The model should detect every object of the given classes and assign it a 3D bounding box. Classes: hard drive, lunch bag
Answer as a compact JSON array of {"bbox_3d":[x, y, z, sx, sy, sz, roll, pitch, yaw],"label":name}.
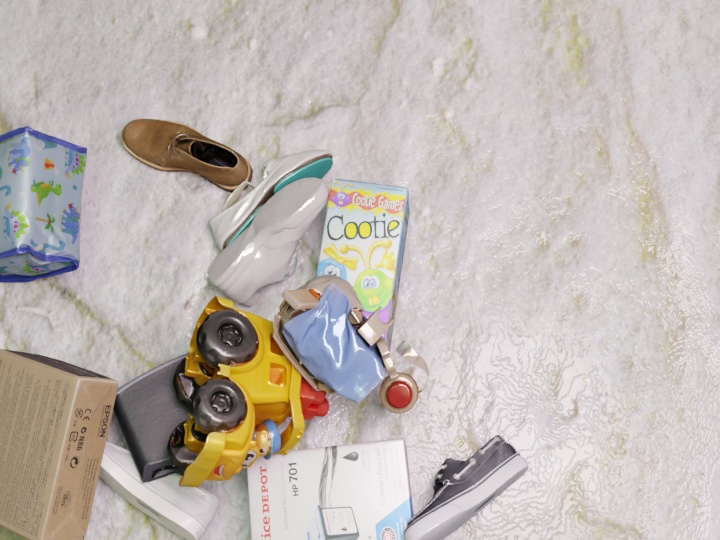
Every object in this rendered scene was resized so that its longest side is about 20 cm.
[{"bbox_3d":[-0.205,0.167,1.179,0.197,0.042,0.137,-22,74,-20],"label":"hard drive"},{"bbox_3d":[-0.465,-0.077,1.252,0.197,0.127,0.174,-10,72,33],"label":"lunch bag"}]

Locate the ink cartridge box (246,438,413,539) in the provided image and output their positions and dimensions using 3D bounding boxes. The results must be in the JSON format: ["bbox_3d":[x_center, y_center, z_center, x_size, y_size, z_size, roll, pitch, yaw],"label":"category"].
[{"bbox_3d":[-0.034,0.292,1.139,0.195,0.086,0.150,-7,75,2],"label":"ink cartridge box"}]

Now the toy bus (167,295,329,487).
[{"bbox_3d":[-0.121,0.157,1.103,0.189,0.136,0.203,16,50,-21],"label":"toy bus"}]

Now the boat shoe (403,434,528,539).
[{"bbox_3d":[0.115,0.258,1.112,0.198,0.072,0.068,-27,63,-33],"label":"boat shoe"}]

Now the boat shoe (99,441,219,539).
[{"bbox_3d":[-0.266,0.259,1.180,0.197,0.073,0.069,28,58,18],"label":"boat shoe"}]

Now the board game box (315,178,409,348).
[{"bbox_3d":[0.000,0.000,1.198,0.101,0.105,0.204,8,76,6],"label":"board game box"}]

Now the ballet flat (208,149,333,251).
[{"bbox_3d":[-0.127,-0.109,1.261,0.199,0.069,0.070,-42,76,-2],"label":"ballet flat"}]

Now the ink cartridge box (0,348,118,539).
[{"bbox_3d":[-0.397,0.214,1.152,0.162,0.075,0.204,12,89,32],"label":"ink cartridge box"}]

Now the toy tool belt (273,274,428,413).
[{"bbox_3d":[-0.011,0.093,1.059,0.200,0.123,0.125,44,92,1],"label":"toy tool belt"}]

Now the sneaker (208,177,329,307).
[{"bbox_3d":[-0.104,-0.034,1.222,0.199,0.088,0.076,-42,32,12],"label":"sneaker"}]

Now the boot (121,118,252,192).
[{"bbox_3d":[-0.244,-0.171,1.279,0.196,0.076,0.075,20,80,11],"label":"boot"}]
